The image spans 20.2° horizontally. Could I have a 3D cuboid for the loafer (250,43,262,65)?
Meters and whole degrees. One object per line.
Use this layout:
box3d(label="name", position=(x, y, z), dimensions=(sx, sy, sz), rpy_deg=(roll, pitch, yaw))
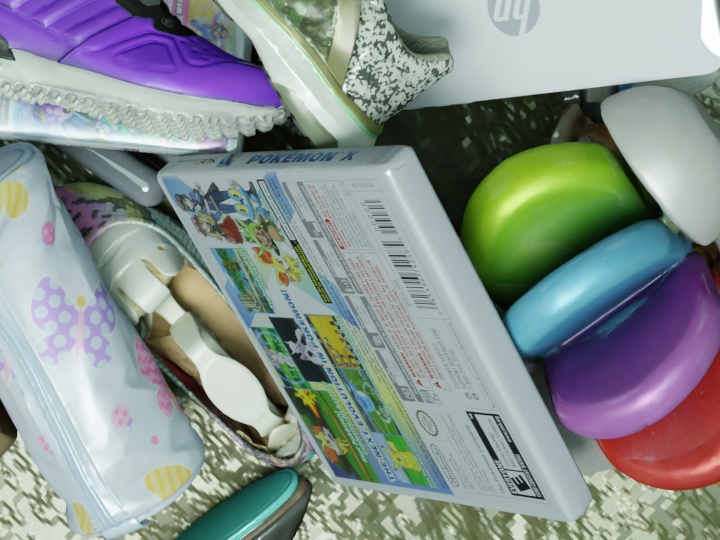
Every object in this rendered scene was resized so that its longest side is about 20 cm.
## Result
box3d(label="loafer", position=(-0.069, -0.136, 1.049), dimensions=(0.198, 0.073, 0.072), rpy_deg=(15, 98, -4))

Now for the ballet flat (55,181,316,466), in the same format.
box3d(label="ballet flat", position=(-0.093, 0.028, 1.070), dimensions=(0.200, 0.071, 0.069), rpy_deg=(45, 94, -6))

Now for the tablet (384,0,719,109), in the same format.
box3d(label="tablet", position=(0.072, -0.148, 0.963), dimensions=(0.198, 0.014, 0.131), rpy_deg=(-4, 103, 32))

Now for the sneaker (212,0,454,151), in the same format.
box3d(label="sneaker", position=(-0.024, -0.145, 0.912), dimensions=(0.088, 0.077, 0.200), rpy_deg=(-29, 121, 11))

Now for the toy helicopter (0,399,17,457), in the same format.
box3d(label="toy helicopter", position=(-0.253, 0.024, 1.033), dimensions=(0.079, 0.132, 0.200), rpy_deg=(-44, 96, 4))

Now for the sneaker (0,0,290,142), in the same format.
box3d(label="sneaker", position=(-0.123, -0.124, 0.961), dimensions=(0.198, 0.070, 0.100), rpy_deg=(12, 86, -2))

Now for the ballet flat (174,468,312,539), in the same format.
box3d(label="ballet flat", position=(-0.099, 0.179, 1.097), dimensions=(0.199, 0.068, 0.069), rpy_deg=(-29, 107, 12))

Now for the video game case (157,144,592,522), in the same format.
box3d(label="video game case", position=(0.004, 0.030, 0.969), dimensions=(0.022, 0.182, 0.201), rpy_deg=(-43, 117, -30))

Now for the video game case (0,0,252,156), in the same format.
box3d(label="video game case", position=(-0.140, -0.163, 1.009), dimensions=(0.180, 0.024, 0.202), rpy_deg=(5, 88, -1))

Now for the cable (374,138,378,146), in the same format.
box3d(label="cable", position=(0.000, 0.000, 1.024), dimensions=(0.050, 0.097, 0.201), rpy_deg=(-20, 123, -9))

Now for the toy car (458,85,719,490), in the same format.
box3d(label="toy car", position=(0.130, 0.029, 0.963), dimensions=(0.174, 0.151, 0.200), rpy_deg=(-36, 125, 18))

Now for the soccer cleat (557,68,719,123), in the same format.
box3d(label="soccer cleat", position=(0.127, -0.173, 0.990), dimensions=(0.086, 0.070, 0.202), rpy_deg=(-13, 101, -17))

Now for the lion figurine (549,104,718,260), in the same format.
box3d(label="lion figurine", position=(0.180, -0.013, 1.079), dimensions=(0.199, 0.072, 0.123), rpy_deg=(24, 97, -11))

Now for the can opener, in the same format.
box3d(label="can opener", position=(-0.179, -0.105, 1.051), dimensions=(0.199, 0.067, 0.054), rpy_deg=(35, 95, 1))

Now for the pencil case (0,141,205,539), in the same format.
box3d(label="pencil case", position=(-0.154, 0.036, 1.010), dimensions=(0.083, 0.091, 0.201), rpy_deg=(-26, 112, 3))
